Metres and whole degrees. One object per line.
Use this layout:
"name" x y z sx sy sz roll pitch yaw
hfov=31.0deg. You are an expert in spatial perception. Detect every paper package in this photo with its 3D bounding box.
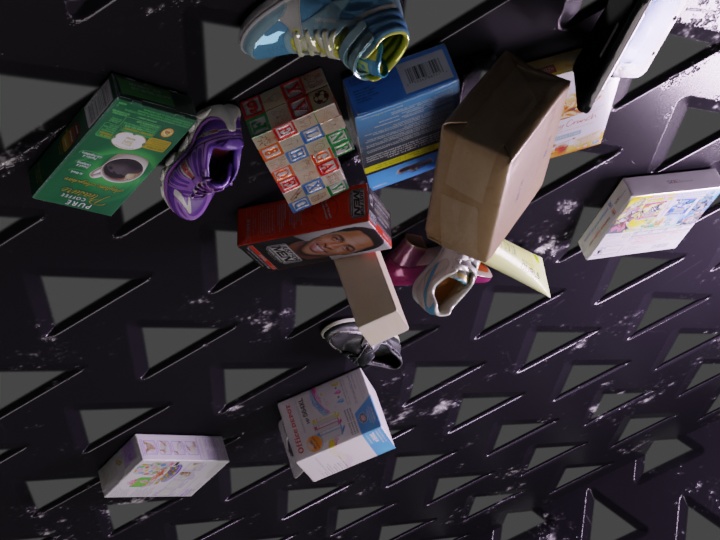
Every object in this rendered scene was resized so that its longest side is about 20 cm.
"paper package" 0.179 -0.150 1.717 0.191 0.102 0.202 -51 159 -35

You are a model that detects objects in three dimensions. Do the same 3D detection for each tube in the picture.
"tube" 0.261 -0.015 2.177 0.199 0.052 0.059 24 90 -47

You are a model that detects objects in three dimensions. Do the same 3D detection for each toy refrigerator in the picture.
"toy refrigerator" 0.000 0.000 1.878 0.069 0.202 0.076 -23 153 6

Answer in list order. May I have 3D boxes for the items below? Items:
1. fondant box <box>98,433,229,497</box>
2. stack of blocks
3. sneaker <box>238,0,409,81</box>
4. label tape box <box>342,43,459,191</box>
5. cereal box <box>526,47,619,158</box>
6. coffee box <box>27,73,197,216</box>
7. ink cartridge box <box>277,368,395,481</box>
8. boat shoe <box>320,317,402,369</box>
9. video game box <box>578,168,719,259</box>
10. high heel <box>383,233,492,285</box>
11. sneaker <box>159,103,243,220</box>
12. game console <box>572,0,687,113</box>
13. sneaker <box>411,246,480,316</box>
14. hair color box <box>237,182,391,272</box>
"fondant box" -0.364 0.364 2.411 0.198 0.059 0.144 7 141 -43
"stack of blocks" -0.070 -0.165 1.694 0.114 0.059 0.201 -23 152 2
"sneaker" -0.036 -0.261 1.477 0.197 0.132 0.080 -22 154 3
"label tape box" 0.058 -0.199 1.717 0.142 0.064 0.201 -19 156 -3
"cereal box" 0.289 -0.234 1.841 0.142 0.040 0.201 -17 151 -10
"coffee box" -0.304 -0.149 1.579 0.122 0.044 0.200 10 138 -44
"ink cartridge box" -0.056 0.295 2.427 0.197 0.130 0.126 -23 152 3
"boat shoe" 0.008 0.136 2.261 0.074 0.067 0.199 -32 150 21
"video game box" 0.494 -0.095 2.215 0.197 0.047 0.183 -7 151 -25
"high heel" 0.120 0.003 2.105 0.198 0.068 0.096 20 124 -31
"sneaker" -0.200 -0.123 1.654 0.079 0.084 0.201 -5 149 -27
"game console" 0.364 -0.305 1.659 0.115 0.177 0.202 19 127 -9
"sneaker" 0.159 -0.019 2.016 0.076 0.081 0.202 26 98 -27
"hair color box" -0.065 -0.058 1.824 0.197 0.062 0.102 -11 155 19
